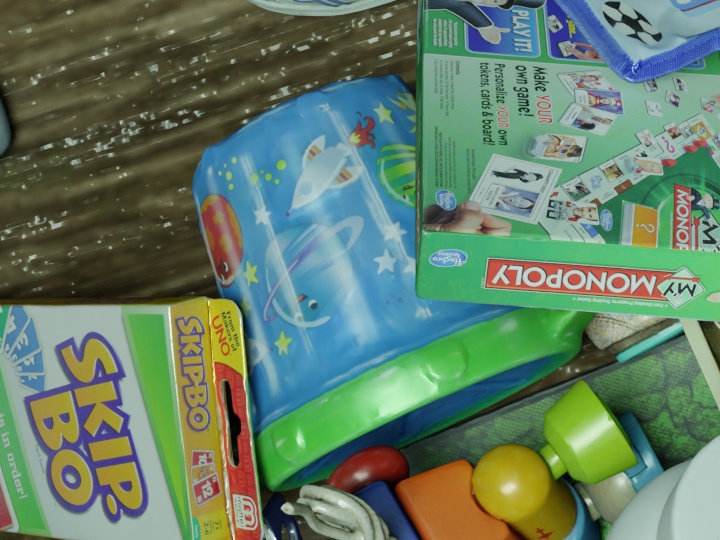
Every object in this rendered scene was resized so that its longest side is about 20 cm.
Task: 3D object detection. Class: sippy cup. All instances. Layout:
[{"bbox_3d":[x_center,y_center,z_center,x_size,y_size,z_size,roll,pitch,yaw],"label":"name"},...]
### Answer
[{"bbox_3d":[0.000,0.000,0.838,0.177,0.140,0.131,-21,81,-18],"label":"sippy cup"}]

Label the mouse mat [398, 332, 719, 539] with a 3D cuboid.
[{"bbox_3d":[0.124,0.115,0.884,0.199,0.008,0.162,-23,91,13],"label":"mouse mat"}]

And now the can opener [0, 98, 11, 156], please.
[{"bbox_3d":[-0.229,-0.113,0.911,0.067,0.053,0.200,-39,87,-21],"label":"can opener"}]

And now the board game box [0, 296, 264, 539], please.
[{"bbox_3d":[-0.114,0.059,0.857,0.199,0.030,0.096,-2,96,43],"label":"board game box"}]

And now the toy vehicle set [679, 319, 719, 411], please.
[{"bbox_3d":[0.202,0.048,0.811,0.124,0.027,0.201,-24,114,9],"label":"toy vehicle set"}]

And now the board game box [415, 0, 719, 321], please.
[{"bbox_3d":[0.087,-0.053,0.770,0.134,0.200,0.029,5,124,-1],"label":"board game box"}]

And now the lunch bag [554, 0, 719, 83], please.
[{"bbox_3d":[0.094,-0.196,0.723,0.200,0.124,0.170,42,58,-21],"label":"lunch bag"}]

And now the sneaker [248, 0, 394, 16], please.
[{"bbox_3d":[-0.053,-0.140,0.849,0.199,0.088,0.076,0,94,9],"label":"sneaker"}]

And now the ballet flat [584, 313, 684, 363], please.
[{"bbox_3d":[0.169,-0.033,0.832,0.199,0.068,0.068,-26,84,10],"label":"ballet flat"}]

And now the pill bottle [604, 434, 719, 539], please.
[{"bbox_3d":[0.133,0.133,0.770,0.112,0.200,0.113,2,60,-3],"label":"pill bottle"}]

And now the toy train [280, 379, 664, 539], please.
[{"bbox_3d":[0.051,0.082,0.795,0.115,0.200,0.085,-34,66,3],"label":"toy train"}]

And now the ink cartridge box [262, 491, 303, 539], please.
[{"bbox_3d":[-0.026,0.193,0.852,0.076,0.136,0.201,7,97,4],"label":"ink cartridge box"}]
